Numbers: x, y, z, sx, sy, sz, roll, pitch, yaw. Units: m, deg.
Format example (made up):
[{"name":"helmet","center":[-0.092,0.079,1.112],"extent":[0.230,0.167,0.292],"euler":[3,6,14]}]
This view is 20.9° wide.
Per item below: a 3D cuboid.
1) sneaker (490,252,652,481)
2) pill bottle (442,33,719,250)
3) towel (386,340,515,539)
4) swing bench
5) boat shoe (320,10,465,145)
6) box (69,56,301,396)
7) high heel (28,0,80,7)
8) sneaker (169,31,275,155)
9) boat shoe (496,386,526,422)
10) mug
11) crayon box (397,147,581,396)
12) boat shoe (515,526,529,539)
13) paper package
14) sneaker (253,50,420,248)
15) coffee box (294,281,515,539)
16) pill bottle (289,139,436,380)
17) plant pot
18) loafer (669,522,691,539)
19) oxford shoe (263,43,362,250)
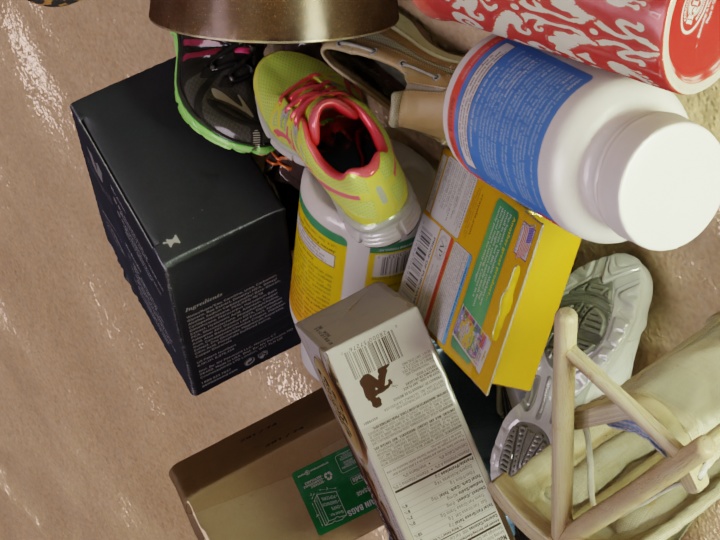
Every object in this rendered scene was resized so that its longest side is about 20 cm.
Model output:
[{"name":"sneaker","center":[0.166,0.082,1.427],"extent":[0.078,0.099,0.202],"euler":[33,104,39]},{"name":"pill bottle","center":[0.146,-0.083,1.274],"extent":[0.200,0.111,0.113],"euler":[37,145,57]},{"name":"towel","center":[0.065,0.127,1.552],"extent":[0.049,0.110,0.202],"euler":[-150,53,-72]},{"name":"swing bench","center":[0.211,0.087,1.276],"extent":[0.130,0.198,0.201],"euler":[44,145,23]},{"name":"boat shoe","center":[0.051,-0.124,1.445],"extent":[0.199,0.076,0.072],"euler":[34,138,34]},{"name":"box","center":[-0.146,-0.038,1.674],"extent":[0.197,0.117,0.201],"euler":[57,165,32]},{"name":"high heel","center":[-0.203,-0.268,1.617],"extent":[0.199,0.142,0.072],"euler":[-18,94,57]},{"name":"sneaker","center":[-0.110,-0.179,1.582],"extent":[0.084,0.076,0.201],"euler":[-53,46,43]},{"name":"boat shoe","center":[0.133,0.082,1.495],"extent":[0.068,0.071,0.202],"euler":[33,141,56]},{"name":"mug","center":[0.138,-0.209,1.211],"extent":[0.199,0.133,0.179],"euler":[28,138,35]},{"name":"crayon box","center":[0.094,0.001,1.392],"extent":[0.200,0.051,0.127],"euler":[-132,58,-65]},{"name":"boat shoe","center":[0.086,0.151,1.622],"extent":[0.072,0.068,0.201],"euler":[-25,95,58]},{"name":"paper package","center":[-0.054,0.182,1.674],"extent":[0.104,0.199,0.191],"euler":[64,173,-7]},{"name":"sneaker","center":[-0.023,-0.112,1.470],"extent":[0.200,0.078,0.091],"euler":[49,171,35]},{"name":"coffee box","center":[0.033,0.122,1.460],"extent":[0.202,0.079,0.113],"euler":[67,172,-14]},{"name":"pill bottle","center":[0.000,0.000,1.581],"extent":[0.113,0.112,0.201],"euler":[39,143,29]},{"name":"plant pot","center":[-0.062,-0.282,1.408],"extent":[0.186,0.186,0.202],"euler":[20,116,45]},{"name":"loafer","center":[0.209,0.189,1.491],"extent":[0.076,0.067,0.201],"euler":[47,130,18]},{"name":"oxford shoe","center":[-0.042,-0.106,1.590],"extent":[0.071,0.072,0.202],"euler":[25,134,42]}]
